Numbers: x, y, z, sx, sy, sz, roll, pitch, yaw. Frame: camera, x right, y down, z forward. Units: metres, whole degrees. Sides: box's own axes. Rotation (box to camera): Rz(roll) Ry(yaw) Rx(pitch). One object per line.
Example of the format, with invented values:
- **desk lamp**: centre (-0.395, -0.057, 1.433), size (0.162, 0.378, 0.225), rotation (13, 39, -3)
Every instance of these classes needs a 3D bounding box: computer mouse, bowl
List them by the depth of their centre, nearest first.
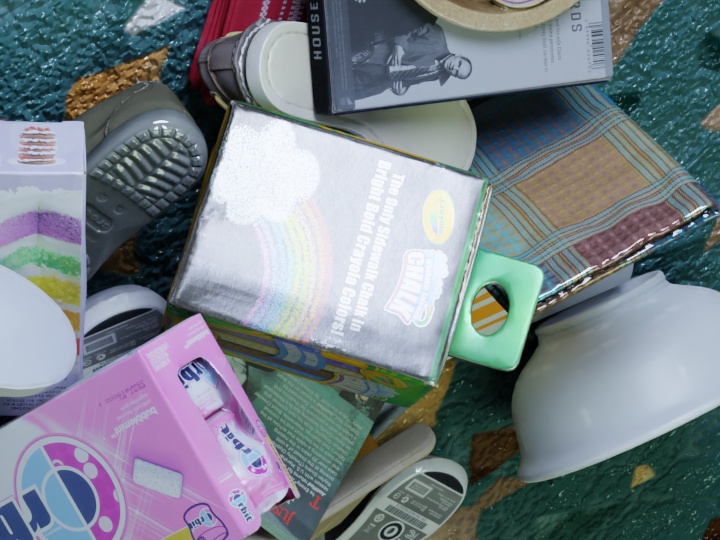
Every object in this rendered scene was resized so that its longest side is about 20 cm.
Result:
- **computer mouse**: centre (-0.141, 0.065, 1.734), size (0.109, 0.044, 0.200), rotation (-21, 144, -11)
- **bowl**: centre (0.179, 0.060, 1.901), size (0.200, 0.091, 0.201), rotation (-25, -178, 1)
- **computer mouse**: centre (-0.008, 0.188, 1.957), size (0.200, 0.044, 0.110), rotation (-42, 135, 15)

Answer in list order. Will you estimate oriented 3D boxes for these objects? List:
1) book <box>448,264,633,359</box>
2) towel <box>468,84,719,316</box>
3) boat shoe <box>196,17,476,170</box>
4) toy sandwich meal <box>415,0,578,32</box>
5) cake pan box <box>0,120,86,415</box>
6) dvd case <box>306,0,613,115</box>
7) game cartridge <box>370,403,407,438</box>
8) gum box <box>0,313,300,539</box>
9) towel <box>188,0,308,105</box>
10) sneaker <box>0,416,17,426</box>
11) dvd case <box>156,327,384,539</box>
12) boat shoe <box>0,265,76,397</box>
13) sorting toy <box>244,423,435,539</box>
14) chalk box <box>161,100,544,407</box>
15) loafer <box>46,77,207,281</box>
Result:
- **book**: centre (0.088, -0.007, 1.843), size (0.199, 0.048, 0.134), rotation (-23, 144, -17)
- **towel**: centre (0.107, -0.053, 1.692), size (0.146, 0.200, 0.022), rotation (-29, 128, -10)
- **boat shoe**: centre (-0.010, -0.097, 1.637), size (0.200, 0.059, 0.072), rotation (18, 79, -47)
- **toy sandwich meal**: centre (0.083, -0.226, 1.557), size (0.204, 0.070, 0.206), rotation (-5, 101, -29)
- **cake pan box**: centre (-0.249, -0.001, 1.550), size (0.199, 0.052, 0.185), rotation (2, 129, -7)
- **dvd case**: centre (0.056, -0.173, 1.609), size (0.199, 0.025, 0.151), rotation (-9, 99, -33)
- **game cartridge**: centre (-0.050, 0.125, 1.810), size (0.200, 0.041, 0.133), rotation (-41, 165, 26)
- **gum box**: centre (-0.136, 0.116, 1.539), size (0.200, 0.114, 0.066), rotation (-29, -178, 34)
- **towel**: centre (0.002, -0.164, 1.645), size (0.199, 0.023, 0.145), rotation (-6, 131, -32)
- **sneaker**: centre (-0.171, 0.140, 1.696), size (0.198, 0.081, 0.115), rotation (4, 140, -14)
- **dvd case**: centre (-0.044, 0.043, 1.683), size (0.146, 0.022, 0.201), rotation (37, 65, -20)
- **boat shoe**: centre (-0.252, 0.029, 1.507), size (0.199, 0.071, 0.070), rotation (12, 157, -20)
- **sorting toy**: centre (-0.060, 0.166, 1.786), size (0.185, 0.037, 0.200), rotation (-30, 173, -30)
- **chalk box**: centre (0.000, 0.000, 1.590), size (0.199, 0.124, 0.125), rotation (18, 80, -4)
- **loafer**: centre (-0.168, -0.039, 1.603), size (0.199, 0.070, 0.075), rotation (-31, 127, 19)
